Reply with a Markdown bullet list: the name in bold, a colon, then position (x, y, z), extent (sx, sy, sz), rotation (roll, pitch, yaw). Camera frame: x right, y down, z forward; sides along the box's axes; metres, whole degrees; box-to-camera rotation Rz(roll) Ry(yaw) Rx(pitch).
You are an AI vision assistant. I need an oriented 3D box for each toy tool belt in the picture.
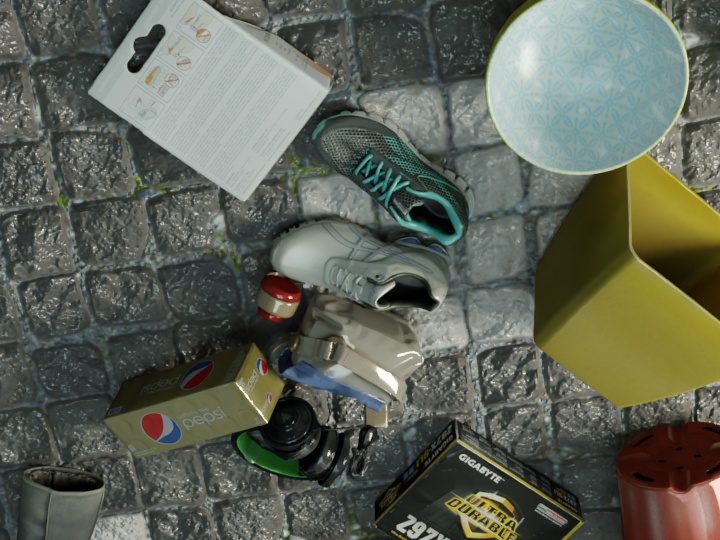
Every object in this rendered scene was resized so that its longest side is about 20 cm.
- **toy tool belt**: position (-0.039, 0.096, 1.805), extent (0.199, 0.125, 0.123), rotation (22, 109, -12)

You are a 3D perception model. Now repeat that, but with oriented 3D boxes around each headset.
- **headset**: position (-0.062, 0.205, 1.853), extent (0.199, 0.094, 0.123), rotation (-15, 136, 39)

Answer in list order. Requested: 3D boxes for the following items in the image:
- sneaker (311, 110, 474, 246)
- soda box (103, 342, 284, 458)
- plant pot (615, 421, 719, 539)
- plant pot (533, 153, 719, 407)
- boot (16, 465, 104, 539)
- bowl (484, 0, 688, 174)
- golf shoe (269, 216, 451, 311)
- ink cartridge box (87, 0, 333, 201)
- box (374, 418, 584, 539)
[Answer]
- **sneaker**: position (0.039, -0.094, 1.714), extent (0.199, 0.091, 0.078), rotation (29, 115, -16)
- **soda box**: position (-0.185, 0.146, 1.826), extent (0.199, 0.064, 0.068), rotation (-17, 122, 33)
- **plant pot**: position (0.384, 0.293, 1.898), extent (0.199, 0.201, 0.196), rotation (-12, 111, 6)
- **plant pot**: position (0.290, 0.023, 1.740), extent (0.200, 0.201, 0.176), rotation (36, 125, -20)
- **boot**: position (-0.402, 0.325, 1.957), extent (0.181, 0.073, 0.201), rotation (0, 128, -17)
- **bowl**: position (0.219, -0.207, 1.643), extent (0.199, 0.108, 0.201), rotation (0, 119, -1)
- **golf shoe**: position (0.000, 0.000, 1.765), extent (0.198, 0.097, 0.079), rotation (5, 122, -2)
- **ink cartridge box**: position (-0.154, -0.189, 1.689), extent (0.200, 0.050, 0.162), rotation (36, 114, -10)
- **box**: position (0.140, 0.289, 1.962), extent (0.199, 0.049, 0.160), rotation (34, 115, -19)
